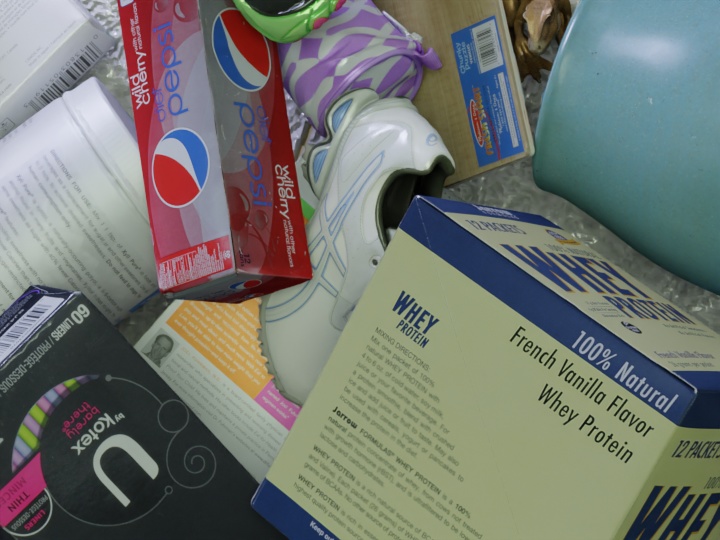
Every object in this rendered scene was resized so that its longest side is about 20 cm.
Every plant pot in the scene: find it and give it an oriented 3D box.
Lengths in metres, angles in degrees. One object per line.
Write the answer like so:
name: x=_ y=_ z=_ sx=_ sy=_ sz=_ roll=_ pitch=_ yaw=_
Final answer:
plant pot: x=0.207 y=-0.083 z=1.436 sx=0.188 sy=0.200 sz=0.200 roll=18 pitch=87 yaw=15

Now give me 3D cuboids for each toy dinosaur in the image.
toy dinosaur: x=0.098 y=-0.178 z=1.495 sx=0.060 sy=0.200 sz=0.106 roll=-25 pitch=125 yaw=-3

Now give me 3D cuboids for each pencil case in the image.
pencil case: x=-0.039 y=-0.169 z=1.484 sx=0.085 sy=0.084 sz=0.200 roll=-41 pitch=70 yaw=9

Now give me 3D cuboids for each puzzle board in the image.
puzzle board: x=0.041 y=-0.149 z=1.478 sx=0.017 sy=0.151 sz=0.200 roll=-9 pitch=84 yaw=-35

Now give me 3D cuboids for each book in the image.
book: x=-0.049 y=0.045 z=1.509 sx=0.134 sy=0.048 sz=0.200 roll=42 pitch=90 yaw=2

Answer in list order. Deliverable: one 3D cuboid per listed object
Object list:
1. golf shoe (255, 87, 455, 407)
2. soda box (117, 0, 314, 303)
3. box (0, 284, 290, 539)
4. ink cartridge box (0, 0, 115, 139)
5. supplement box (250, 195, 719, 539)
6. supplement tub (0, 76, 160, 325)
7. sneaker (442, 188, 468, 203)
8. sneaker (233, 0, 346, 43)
golf shoe: x=0.000 y=0.000 z=1.421 sx=0.078 sy=0.097 sz=0.200 roll=-2 pitch=116 yaw=-34
soda box: x=-0.085 y=-0.085 z=1.415 sx=0.063 sy=0.070 sz=0.200 roll=-17 pitch=76 yaw=37
box: x=-0.146 y=0.119 z=1.383 sx=0.122 sy=0.106 sz=0.200 roll=-46 pitch=106 yaw=-13
ink cartridge box: x=-0.275 y=-0.155 z=1.548 sx=0.161 sy=0.050 sz=0.200 roll=-44 pitch=66 yaw=0
supplement box: x=0.088 y=0.096 z=1.326 sx=0.200 sy=0.134 sz=0.200 roll=36 pitch=106 yaw=30
supplement tub: x=-0.201 y=-0.007 z=1.480 sx=0.200 sy=0.132 sz=0.132 roll=-35 pitch=84 yaw=1
sneaker: x=0.101 y=0.010 z=1.470 sx=0.200 sy=0.076 sz=0.092 roll=41 pitch=45 yaw=12
sneaker: x=-0.017 y=-0.227 z=1.413 sx=0.084 sy=0.077 sz=0.200 roll=34 pitch=69 yaw=-19
